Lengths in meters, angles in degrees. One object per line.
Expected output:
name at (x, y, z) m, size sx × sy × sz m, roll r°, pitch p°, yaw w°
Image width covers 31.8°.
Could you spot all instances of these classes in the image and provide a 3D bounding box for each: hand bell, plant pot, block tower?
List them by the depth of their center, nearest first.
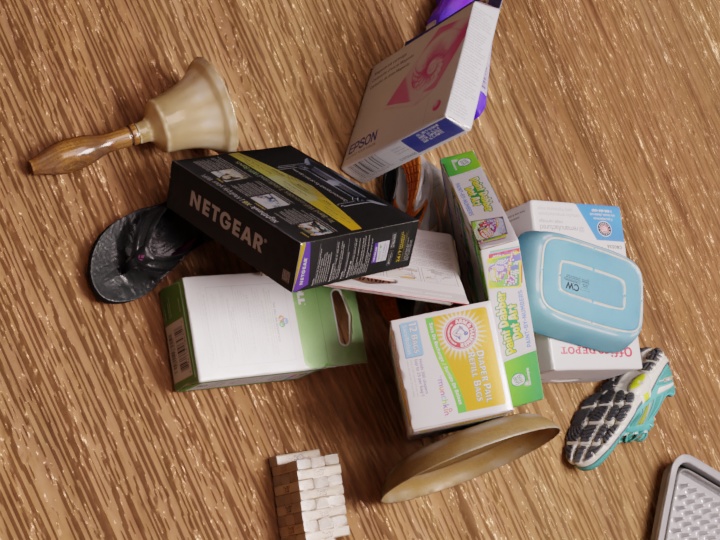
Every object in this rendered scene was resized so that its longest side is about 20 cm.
hand bell at (-0.231, -0.131, 1.244) m, size 0.199 × 0.104 × 0.105 m, roll -23°, pitch 89°, yaw -24°
block tower at (-0.043, 0.279, 1.254) m, size 0.054 × 0.058 × 0.202 m, roll -2°, pitch 76°, yaw -34°
plant pot at (0.109, 0.189, 1.297) m, size 0.198 × 0.200 × 0.028 m, roll -10°, pitch 69°, yaw -35°

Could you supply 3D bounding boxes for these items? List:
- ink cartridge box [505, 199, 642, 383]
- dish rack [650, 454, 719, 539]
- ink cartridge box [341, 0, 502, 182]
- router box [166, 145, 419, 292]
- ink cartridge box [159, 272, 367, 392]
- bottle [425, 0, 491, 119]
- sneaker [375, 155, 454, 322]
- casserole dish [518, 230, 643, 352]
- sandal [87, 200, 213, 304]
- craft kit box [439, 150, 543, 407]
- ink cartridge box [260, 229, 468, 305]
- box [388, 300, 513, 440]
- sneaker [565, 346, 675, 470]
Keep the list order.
ink cartridge box at (0.244, 0.027, 1.499) m, size 0.144 × 0.083 × 0.202 m, roll 2°, pitch 75°, yaw -33°
dish rack at (0.415, 0.344, 1.545) m, size 0.171 × 0.043 × 0.202 m, roll 30°, pitch 62°, yaw -22°
ink cartridge box at (0.068, -0.213, 1.384) m, size 0.043 × 0.196 × 0.202 m, roll 27°, pitch 63°, yaw -26°
router box at (-0.067, -0.056, 1.223) m, size 0.156 × 0.199 × 0.053 m, roll -12°, pitch 124°, yaw -43°
ink cartridge box at (-0.097, 0.058, 1.279) m, size 0.198 × 0.059 × 0.105 m, roll -4°, pitch 77°, yaw -34°
bottle at (0.118, -0.279, 1.516) m, size 0.083 × 0.065 × 0.202 m, roll 19°, pitch 66°, yaw -28°
sneaker at (0.074, -0.029, 1.414) m, size 0.091 × 0.075 × 0.202 m, roll 19°, pitch 72°, yaw -40°
casserole dish at (0.252, 0.021, 1.432) m, size 0.198 × 0.039 × 0.123 m, roll 16°, pitch 68°, yaw -26°
sandal at (-0.189, -0.039, 1.254) m, size 0.200 × 0.048 × 0.076 m, roll -39°, pitch 98°, yaw -35°
craft kit box at (0.137, 0.006, 1.333) m, size 0.048 × 0.198 × 0.202 m, roll -13°, pitch 123°, yaw 1°
ink cartridge box at (0.000, 0.000, 1.254) m, size 0.198 × 0.177 × 0.045 m, roll 9°, pitch 114°, yaw -6°
box at (0.088, 0.106, 1.289) m, size 0.100 × 0.200 × 0.114 m, roll -11°, pitch 81°, yaw -1°
sneaker at (0.321, 0.176, 1.517) m, size 0.200 × 0.077 × 0.080 m, roll -41°, pitch 113°, yaw -32°
